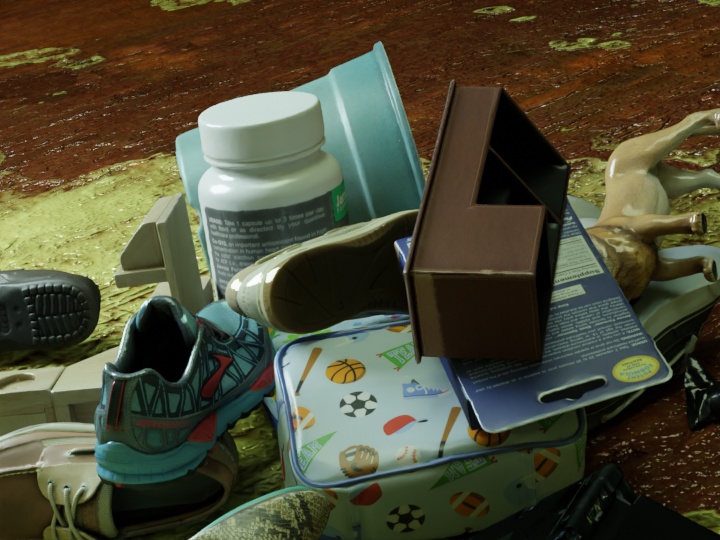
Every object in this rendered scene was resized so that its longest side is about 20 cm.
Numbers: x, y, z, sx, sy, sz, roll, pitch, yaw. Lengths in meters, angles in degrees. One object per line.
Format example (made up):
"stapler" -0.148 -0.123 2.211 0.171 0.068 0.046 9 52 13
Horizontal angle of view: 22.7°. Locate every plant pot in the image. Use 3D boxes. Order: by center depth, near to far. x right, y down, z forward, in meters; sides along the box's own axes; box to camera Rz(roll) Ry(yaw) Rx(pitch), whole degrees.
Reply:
"plant pot" -0.047 -0.072 1.546 0.195 0.201 0.200 -16 19 1

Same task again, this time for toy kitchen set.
"toy kitchen set" -0.206 0.044 1.297 0.179 0.164 0.200 -6 19 9

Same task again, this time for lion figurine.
"lion figurine" 0.194 -0.043 1.264 0.122 0.073 0.200 -4 33 28

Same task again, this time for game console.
"game console" 0.112 0.200 0.939 0.175 0.117 0.200 -33 4 32

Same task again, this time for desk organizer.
"desk organizer" 0.083 -0.034 1.119 0.076 0.072 0.201 1 40 12

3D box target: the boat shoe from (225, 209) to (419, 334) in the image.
"boat shoe" 0.000 0.000 1.213 0.199 0.073 0.065 -15 12 -39

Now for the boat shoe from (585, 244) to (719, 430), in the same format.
"boat shoe" 0.202 0.047 1.261 0.073 0.069 0.199 10 33 34

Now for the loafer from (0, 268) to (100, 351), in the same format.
"loafer" -0.306 0.035 1.506 0.198 0.074 0.071 2 12 12

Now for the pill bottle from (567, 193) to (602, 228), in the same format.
"pill bottle" 0.134 -0.011 1.391 0.109 0.110 0.200 -16 20 -22

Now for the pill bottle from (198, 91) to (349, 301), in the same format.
"pill bottle" -0.064 -0.028 1.385 0.112 0.201 0.113 -7 19 3

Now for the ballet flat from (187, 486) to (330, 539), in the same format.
"ballet flat" -0.101 0.189 1.013 0.199 0.068 0.075 -18 42 -11

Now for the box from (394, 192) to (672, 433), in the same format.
"box" 0.104 0.031 1.112 0.120 0.033 0.200 -16 37 -5

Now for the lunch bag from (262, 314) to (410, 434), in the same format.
"lunch bag" 0.020 0.054 1.293 0.199 0.083 0.161 -14 22 -15

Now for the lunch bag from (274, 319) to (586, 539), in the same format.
"lunch bag" 0.046 0.092 1.134 0.198 0.076 0.161 -8 38 -4

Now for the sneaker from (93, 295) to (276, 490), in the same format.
"sneaker" -0.106 0.055 1.141 0.079 0.096 0.200 4 26 16

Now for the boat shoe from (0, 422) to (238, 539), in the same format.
"boat shoe" -0.175 0.140 1.152 0.198 0.076 0.072 -13 21 -7

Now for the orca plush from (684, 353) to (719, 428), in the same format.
"orca plush" 0.312 0.056 1.181 0.199 0.072 0.105 1 21 25
